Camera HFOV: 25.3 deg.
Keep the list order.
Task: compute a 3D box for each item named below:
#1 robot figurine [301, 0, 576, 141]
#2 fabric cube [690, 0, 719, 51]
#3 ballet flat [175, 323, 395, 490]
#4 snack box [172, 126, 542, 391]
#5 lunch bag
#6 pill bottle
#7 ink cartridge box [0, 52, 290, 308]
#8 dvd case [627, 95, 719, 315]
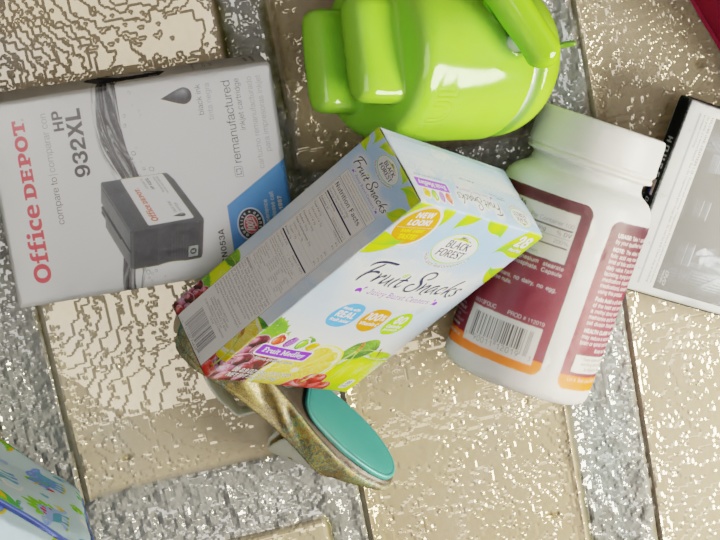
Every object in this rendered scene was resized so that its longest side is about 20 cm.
[{"bbox_3d":[0.055,-0.148,1.106,0.200,0.175,0.116,-5,86,-39],"label":"robot figurine"},{"bbox_3d":[0.352,-0.225,1.119,0.200,0.199,0.196,-35,103,0],"label":"fabric cube"},{"bbox_3d":[-0.060,0.100,1.195,0.071,0.071,0.200,-44,104,2],"label":"ballet flat"},{"bbox_3d":[0.000,0.000,1.096,0.200,0.168,0.068,-41,63,23],"label":"snack box"},{"bbox_3d":[-0.270,0.161,1.100,0.161,0.200,0.083,35,87,-15],"label":"lunch bag"},{"bbox_3d":[0.144,-0.014,1.172,0.114,0.114,0.201,18,98,-11],"label":"pill bottle"},{"bbox_3d":[-0.154,-0.065,1.132,0.199,0.084,0.146,-9,102,-6],"label":"ink cartridge box"},{"bbox_3d":[0.304,-0.034,1.221,0.199,0.025,0.151,15,101,-19],"label":"dvd case"}]
